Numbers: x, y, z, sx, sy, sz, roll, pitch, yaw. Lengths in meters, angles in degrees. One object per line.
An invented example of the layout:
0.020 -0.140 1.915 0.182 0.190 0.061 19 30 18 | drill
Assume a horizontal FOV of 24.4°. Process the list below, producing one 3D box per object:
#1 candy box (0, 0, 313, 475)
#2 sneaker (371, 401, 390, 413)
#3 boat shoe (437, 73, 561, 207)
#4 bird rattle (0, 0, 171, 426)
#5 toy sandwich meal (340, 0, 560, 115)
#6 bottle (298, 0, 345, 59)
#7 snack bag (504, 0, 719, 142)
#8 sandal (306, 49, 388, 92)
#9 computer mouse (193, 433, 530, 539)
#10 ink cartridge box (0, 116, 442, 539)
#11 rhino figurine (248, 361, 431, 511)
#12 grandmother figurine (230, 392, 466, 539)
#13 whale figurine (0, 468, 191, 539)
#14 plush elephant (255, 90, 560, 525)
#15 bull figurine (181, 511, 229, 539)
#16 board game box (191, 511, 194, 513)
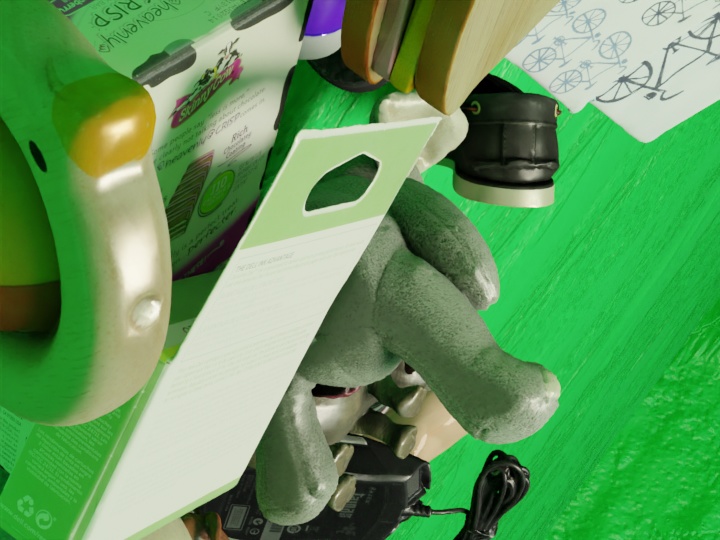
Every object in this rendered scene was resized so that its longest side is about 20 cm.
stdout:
-0.097 -0.029 0.662 0.136 0.061 0.201 -39 157 -46 | candy box
-0.001 0.062 1.101 0.087 0.073 0.201 -33 156 -54 | sneaker
0.068 -0.083 0.942 0.201 0.073 0.064 -128 -140 -75 | boat shoe
-0.115 -0.021 0.475 0.112 0.163 0.202 -14 129 -41 | bird rattle
0.073 -0.151 0.633 0.205 0.070 0.206 -42 164 -15 | toy sandwich meal
-0.008 -0.174 0.644 0.084 0.065 0.201 -52 165 -45 | bottle
0.182 -0.137 0.872 0.187 0.022 0.199 -31 150 22 | snack bag
0.043 -0.173 0.796 0.201 0.075 0.045 -52 162 10 | sandal
-0.007 0.144 0.992 0.046 0.197 0.141 -101 -161 -44 | computer mouse
-0.055 0.016 0.672 0.202 0.048 0.145 -63 163 18 | ink cartridge box
-0.007 0.066 0.932 0.200 0.087 0.060 -29 142 -58 | rhino figurine
0.001 0.127 1.046 0.199 0.061 0.122 -36 130 -3 | grandmother figurine
-0.163 0.150 0.775 0.158 0.105 0.200 -22 166 -42 | whale figurine
0.000 0.000 0.817 0.164 0.201 0.155 -32 -178 28 | plush elephant
-0.134 0.215 0.907 0.201 0.065 0.122 -57 -170 29 | bull figurine
-0.084 0.100 0.987 0.134 0.034 0.202 -31 149 -58 | board game box
